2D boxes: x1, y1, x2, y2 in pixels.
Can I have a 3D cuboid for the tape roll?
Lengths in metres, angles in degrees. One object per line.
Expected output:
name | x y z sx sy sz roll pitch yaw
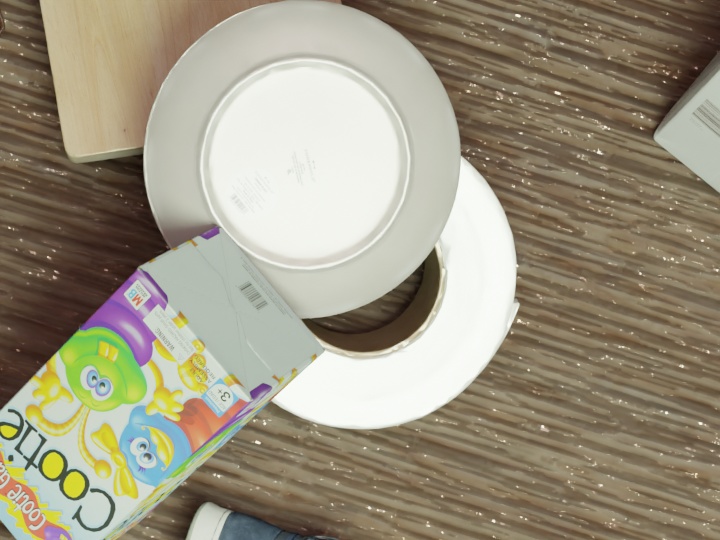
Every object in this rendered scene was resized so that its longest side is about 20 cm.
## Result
tape roll | 0.000 0.000 1.218 0.202 0.071 0.203 -1 98 -7

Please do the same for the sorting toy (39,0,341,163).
sorting toy | -0.117 -0.179 1.274 0.198 0.070 0.200 -9 80 -9

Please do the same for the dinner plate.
dinner plate | -0.035 -0.067 1.158 0.200 0.024 0.201 -1 99 -5

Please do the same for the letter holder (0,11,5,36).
letter holder | -0.346 -0.197 1.212 0.200 0.142 0.101 34 76 1

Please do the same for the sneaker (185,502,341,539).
sneaker | -0.058 0.260 1.174 0.146 0.077 0.203 13 76 9

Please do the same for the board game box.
board game box | -0.138 0.083 1.145 0.105 0.103 0.200 49 119 5

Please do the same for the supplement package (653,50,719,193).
supplement package | 0.335 -0.143 1.260 0.147 0.191 0.200 40 76 1
